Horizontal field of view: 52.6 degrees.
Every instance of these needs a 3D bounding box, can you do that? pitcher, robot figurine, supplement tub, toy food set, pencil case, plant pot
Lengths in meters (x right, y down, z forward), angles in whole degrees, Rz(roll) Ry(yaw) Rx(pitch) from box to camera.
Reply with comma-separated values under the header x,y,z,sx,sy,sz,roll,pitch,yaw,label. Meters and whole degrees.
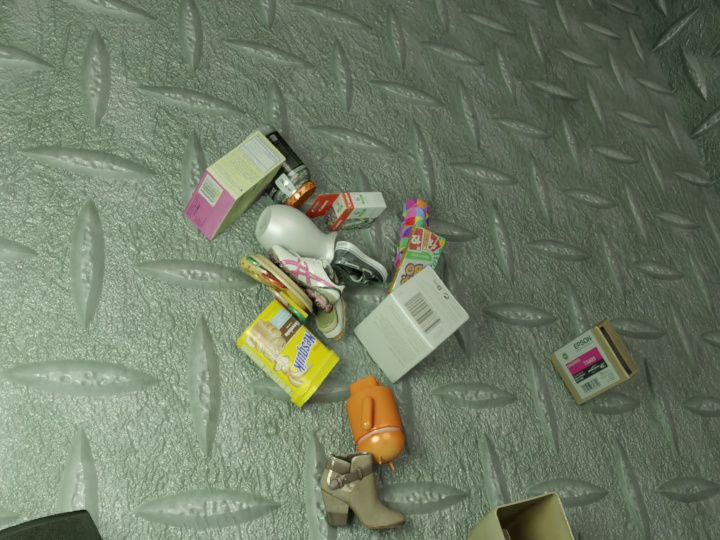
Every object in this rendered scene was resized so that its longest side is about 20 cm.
x,y,z,sx,sy,sz,roll,pitch,yaw,label
-0.149,-0.061,1.749,0.197,0.122,0.174,24,35,-29,pitcher
0.032,0.340,1.618,0.113,0.145,0.204,-3,56,-23,robot figurine
-0.208,-0.255,1.835,0.201,0.123,0.122,49,48,4,supplement tub
-0.186,0.034,1.641,0.200,0.197,0.049,45,80,-15,toy food set
0.143,-0.100,2.000,0.087,0.088,0.204,26,50,-17,pencil case
-0.496,0.494,1.137,0.176,0.199,0.202,-22,74,-52,plant pot
0.348,0.631,1.611,0.195,0.177,0.204,-1,61,-33,plant pot

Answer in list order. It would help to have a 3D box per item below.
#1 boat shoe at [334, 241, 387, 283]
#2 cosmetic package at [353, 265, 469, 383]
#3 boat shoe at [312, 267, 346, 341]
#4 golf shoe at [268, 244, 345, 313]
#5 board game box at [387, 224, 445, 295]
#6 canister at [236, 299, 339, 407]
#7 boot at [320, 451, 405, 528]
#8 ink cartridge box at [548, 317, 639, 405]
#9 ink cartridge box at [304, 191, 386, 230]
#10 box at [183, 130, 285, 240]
x,y,z,sx,sy,sz,roll,pitch,yaw,label
0.000,0.000,1.823,0.199,0.070,0.070,39,57,-50,boat shoe
0.121,0.131,1.759,0.164,0.200,0.166,-33,81,-41,cosmetic package
-0.075,0.083,1.751,0.069,0.073,0.203,53,23,-40,boat shoe
-0.125,0.003,1.681,0.199,0.073,0.093,41,78,-4,golf shoe
0.146,-0.006,1.909,0.094,0.030,0.205,22,90,-19,board game box
-0.162,0.181,1.618,0.199,0.087,0.149,43,46,-1,canister
0.009,0.459,1.532,0.195,0.070,0.151,6,88,-21,boot
0.648,0.257,2.033,0.074,0.200,0.167,-20,73,-40,ink cartridge box
-0.040,-0.152,1.891,0.196,0.109,0.051,-7,64,-36,ink cartridge box
-0.295,-0.200,1.705,0.097,0.176,0.200,43,48,-1,box
